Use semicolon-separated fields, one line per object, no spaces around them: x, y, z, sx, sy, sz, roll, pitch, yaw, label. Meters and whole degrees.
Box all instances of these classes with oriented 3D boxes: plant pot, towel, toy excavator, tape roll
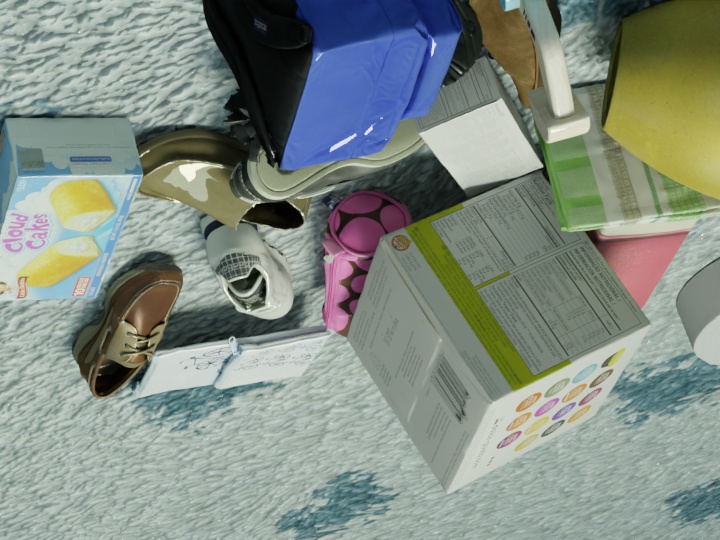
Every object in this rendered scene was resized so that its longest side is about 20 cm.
0.298;-0.169;1.633;0.141;0.201;0.200;10;149;2;plant pot
0.270;-0.112;1.728;0.199;0.150;0.031;-7;159;-14;towel
0.129;-0.224;1.402;0.099;0.201;0.195;-15;151;-3;toy excavator
0.491;0.039;2.188;0.199;0.066;0.201;-13;150;-8;tape roll

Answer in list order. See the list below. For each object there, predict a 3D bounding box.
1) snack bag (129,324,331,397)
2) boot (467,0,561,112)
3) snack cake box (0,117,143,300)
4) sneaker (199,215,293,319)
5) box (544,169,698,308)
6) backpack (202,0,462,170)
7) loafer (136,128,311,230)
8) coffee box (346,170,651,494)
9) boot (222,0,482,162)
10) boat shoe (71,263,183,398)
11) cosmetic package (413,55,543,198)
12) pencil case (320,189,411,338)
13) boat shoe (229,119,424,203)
-0.144;0.103;1.963;0.199;0.021;0.189;-8;166;-16;snack bag
0.138;-0.208;1.597;0.075;0.074;0.200;8;156;12;boot
-0.279;-0.053;1.622;0.115;0.067;0.200;-3;148;-25;snack cake box
-0.111;0.013;1.813;0.076;0.081;0.200;-22;152;6;sneaker
0.254;-0.056;1.833;0.108;0.128;0.200;-7;150;-17;box
-0.030;-0.200;1.366;0.167;0.200;0.163;-11;148;-29;backpack
-0.123;-0.080;1.656;0.199;0.068;0.076;4;145;-32;loafer
0.132;0.060;1.778;0.197;0.200;0.200;-24;157;-24;coffee box
-0.010;-0.163;1.534;0.198;0.074;0.162;-37;-162;-34;boot
-0.232;0.064;1.843;0.075;0.072;0.200;2;146;-31;boat shoe
0.109;-0.132;1.679;0.082;0.051;0.200;-20;161;10;cosmetic package
0.000;0.000;1.843;0.094;0.091;0.200;-42;158;-22;pencil case
-0.029;-0.110;1.641;0.199;0.072;0.068;-22;175;-30;boat shoe
